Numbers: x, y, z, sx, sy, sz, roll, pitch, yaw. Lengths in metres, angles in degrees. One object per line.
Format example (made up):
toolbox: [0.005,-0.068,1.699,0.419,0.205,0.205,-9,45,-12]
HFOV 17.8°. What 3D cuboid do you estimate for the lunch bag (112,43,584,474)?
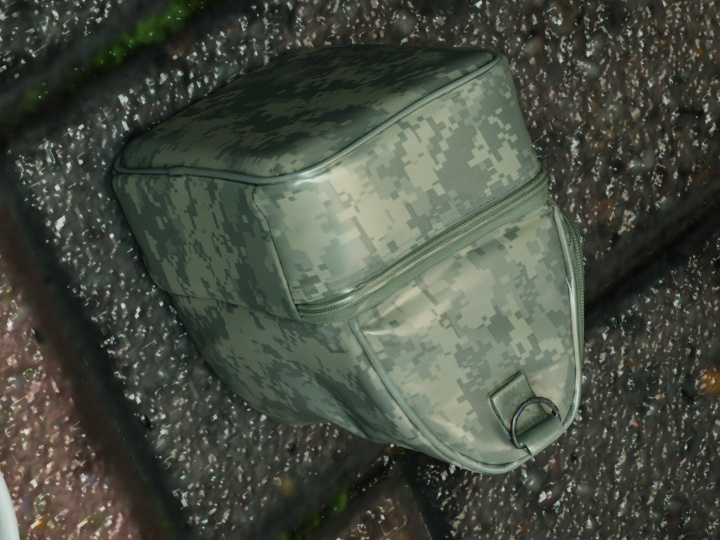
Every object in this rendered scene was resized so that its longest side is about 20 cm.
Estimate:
lunch bag: [0.000,0.000,1.000,0.139,0.199,0.169,-29,108,-25]

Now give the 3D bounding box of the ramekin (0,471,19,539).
ramekin: [-0.243,0.120,0.899,0.199,0.105,0.202,-5,99,-34]
